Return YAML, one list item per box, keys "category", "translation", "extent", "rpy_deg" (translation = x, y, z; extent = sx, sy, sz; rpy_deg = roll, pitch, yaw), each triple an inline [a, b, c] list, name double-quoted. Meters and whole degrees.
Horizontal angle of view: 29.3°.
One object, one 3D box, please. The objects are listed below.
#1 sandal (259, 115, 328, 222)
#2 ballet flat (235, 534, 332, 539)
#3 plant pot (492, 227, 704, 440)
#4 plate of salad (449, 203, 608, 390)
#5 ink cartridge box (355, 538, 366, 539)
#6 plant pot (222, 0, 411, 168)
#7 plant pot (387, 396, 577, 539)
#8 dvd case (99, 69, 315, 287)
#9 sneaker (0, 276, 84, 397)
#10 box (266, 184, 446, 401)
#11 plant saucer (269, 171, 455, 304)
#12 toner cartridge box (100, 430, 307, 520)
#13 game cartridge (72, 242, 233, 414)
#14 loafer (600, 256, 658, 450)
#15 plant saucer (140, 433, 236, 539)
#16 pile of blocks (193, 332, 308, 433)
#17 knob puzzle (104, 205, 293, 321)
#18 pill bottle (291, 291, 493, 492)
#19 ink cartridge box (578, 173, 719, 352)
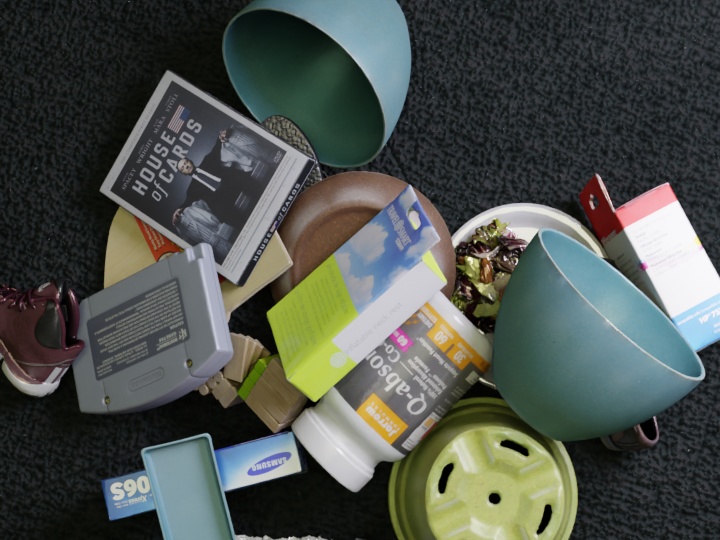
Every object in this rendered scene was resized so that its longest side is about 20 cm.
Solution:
- category: "sandal"
  translation: [-0.055, -0.070, 1.457]
  extent: [0.074, 0.045, 0.202]
  rpy_deg: [-27, 100, 13]
- category: "ballet flat"
  translation: [-0.116, 0.300, 1.398]
  extent: [0.197, 0.072, 0.073]
  rpy_deg: [-8, 82, 1]
- category: "plant pot"
  translation: [0.200, 0.078, 1.282]
  extent: [0.200, 0.200, 0.135]
  rpy_deg: [42, 108, 7]
- category: "plate of salad"
  translation: [0.172, 0.027, 1.438]
  extent: [0.197, 0.048, 0.203]
  rpy_deg: [0, 83, 2]
- category: "ink cartridge box"
  translation: [0.005, 0.312, 1.324]
  extent: [0.044, 0.200, 0.095]
  rpy_deg: [10, 82, 3]
- category: "plant pot"
  translation: [-0.025, -0.227, 1.422]
  extent: [0.199, 0.201, 0.135]
  rpy_deg: [34, 59, 6]
- category: "plant pot"
  translation: [0.124, 0.220, 1.343]
  extent: [0.197, 0.184, 0.203]
  rpy_deg: [0, 82, 2]
- category: "dvd case"
  translation: [-0.162, -0.098, 1.429]
  extent: [0.199, 0.025, 0.151]
  rpy_deg: [32, 94, 21]
- category: "sneaker"
  translation: [-0.356, 0.023, 1.421]
  extent: [0.115, 0.076, 0.200]
  rpy_deg: [-41, 92, 25]
- category: "box"
  translation: [0.001, 0.020, 1.344]
  extent: [0.200, 0.122, 0.048]
  rpy_deg: [-42, 121, 10]
- category: "plant saucer"
  translation: [0.000, 0.000, 1.422]
  extent: [0.197, 0.037, 0.203]
  rpy_deg: [1, 99, 4]
- category: "toner cartridge box"
  translation: [-0.155, 0.208, 1.397]
  extent: [0.197, 0.095, 0.044]
  rpy_deg: [-15, 83, 0]
- category: "game cartridge"
  translation: [-0.215, 0.069, 1.395]
  extent: [0.198, 0.041, 0.135]
  rpy_deg: [-24, 75, 31]
- category: "loafer"
  translation: [0.270, 0.084, 1.403]
  extent: [0.071, 0.063, 0.203]
  rpy_deg: [-10, 92, -29]
- category: "plant saucer"
  translation: [-0.157, 0.259, 1.346]
  extent: [0.069, 0.019, 0.203]
  rpy_deg: [-13, 100, -1]
- category: "pile of blocks"
  translation: [-0.130, 0.097, 1.408]
  extent: [0.198, 0.062, 0.083]
  rpy_deg: [18, 104, 25]
- category: "knob puzzle"
  translation: [-0.186, -0.023, 1.455]
  extent: [0.217, 0.030, 0.223]
  rpy_deg: [-4, 79, 19]
- category: "pill bottle"
  translation: [0.032, 0.114, 1.361]
  extent: [0.116, 0.116, 0.200]
  rpy_deg: [43, 91, 7]
- category: "ink cartridge box"
  translation: [0.303, -0.012, 1.405]
  extent: [0.067, 0.116, 0.202]
  rpy_deg: [-26, 83, -4]
